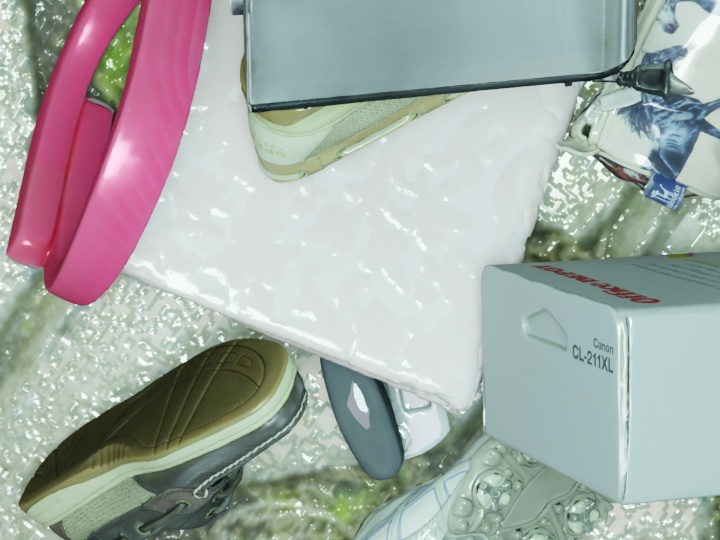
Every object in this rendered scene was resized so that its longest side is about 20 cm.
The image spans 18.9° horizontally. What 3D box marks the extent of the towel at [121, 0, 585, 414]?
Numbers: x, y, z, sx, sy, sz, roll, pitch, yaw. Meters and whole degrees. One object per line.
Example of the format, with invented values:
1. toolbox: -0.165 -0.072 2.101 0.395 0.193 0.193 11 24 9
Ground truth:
1. towel: -0.003 -0.058 1.017 0.189 0.032 0.202 21 79 -5

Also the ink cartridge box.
1. ink cartridge box: 0.169 0.041 0.960 0.198 0.146 0.084 -3 100 -21

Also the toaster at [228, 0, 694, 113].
1. toaster: 0.034 -0.169 0.923 0.198 0.182 0.119 -5 143 1

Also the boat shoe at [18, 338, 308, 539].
1. boat shoe: -0.087 0.091 1.051 0.065 0.073 0.199 45 138 -20

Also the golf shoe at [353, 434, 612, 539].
1. golf shoe: 0.044 0.119 1.054 0.200 0.097 0.079 -40 118 -15

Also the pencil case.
1. pencil case: 0.165 -0.131 1.000 0.078 0.089 0.202 31 105 41

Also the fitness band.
1. fitness band: -0.112 -0.076 0.995 0.037 0.201 0.144 23 136 -21

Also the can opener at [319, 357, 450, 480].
1. can opener: 0.000 0.000 1.050 0.053 0.067 0.202 -11 98 8

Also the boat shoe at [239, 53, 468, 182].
1. boat shoe: 0.036 -0.107 0.990 0.200 0.063 0.073 -31 57 -18
